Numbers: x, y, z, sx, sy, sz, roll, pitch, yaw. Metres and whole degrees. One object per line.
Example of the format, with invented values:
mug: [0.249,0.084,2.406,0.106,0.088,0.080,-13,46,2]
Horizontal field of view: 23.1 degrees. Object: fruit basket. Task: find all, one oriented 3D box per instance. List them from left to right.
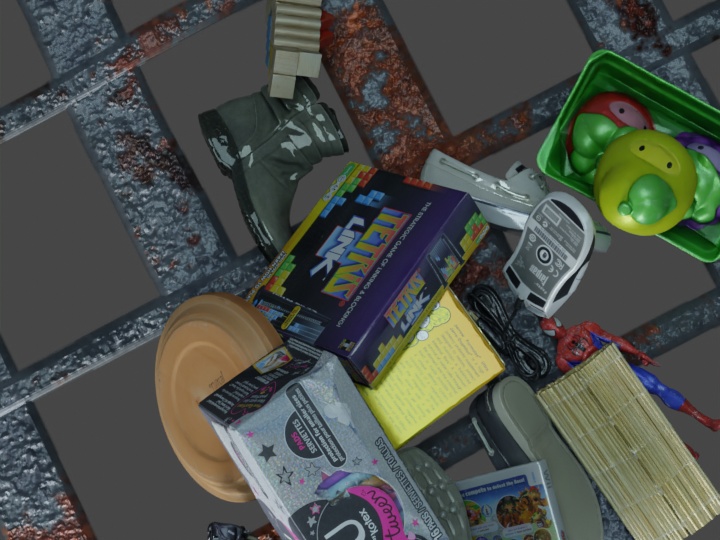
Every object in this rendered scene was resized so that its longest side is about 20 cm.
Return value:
fruit basket: [0.274,-0.101,1.652,0.215,0.216,0.156,29,87,5]

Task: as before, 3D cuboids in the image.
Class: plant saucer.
plant saucer: [-0.133,0.122,1.671,0.199,0.032,0.202,12,107,43]

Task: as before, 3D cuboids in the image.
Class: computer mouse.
computer mouse: [0.175,0.005,1.672,0.110,0.044,0.201,48,133,22]

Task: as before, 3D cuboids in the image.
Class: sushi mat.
sushi mat: [0.260,0.174,1.690,0.095,0.012,0.201,-34,96,15]

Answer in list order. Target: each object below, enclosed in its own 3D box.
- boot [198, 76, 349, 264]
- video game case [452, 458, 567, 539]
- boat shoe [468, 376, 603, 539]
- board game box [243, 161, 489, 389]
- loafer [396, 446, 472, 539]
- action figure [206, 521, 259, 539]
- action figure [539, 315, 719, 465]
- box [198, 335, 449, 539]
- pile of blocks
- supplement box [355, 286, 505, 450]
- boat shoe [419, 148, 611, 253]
boot: [-0.066,-0.098,1.739,0.130,0.068,0.201,-25,85,-5]
video game case: [0.140,0.293,1.679,0.143,0.018,0.202,-19,83,33]
boat shoe: [0.170,0.201,1.711,0.063,0.072,0.201,-28,89,43]
board game box: [0.000,0.000,1.658,0.165,0.057,0.200,16,62,44]
loafer: [0.075,0.265,1.666,0.070,0.070,0.201,-16,76,-36]
action figure: [-0.053,0.279,1.687,0.198,0.102,0.120,4,76,-22]
action figure: [0.257,0.107,1.712,0.199,0.052,0.066,36,93,7]
box: [-0.034,0.177,1.545,0.114,0.132,0.201,-36,106,-13]
pile of blocks: [-0.058,-0.254,1.743,0.062,0.082,0.202,6,69,-11]
supplement box: [0.029,0.110,1.690,0.199,0.109,0.110,-36,84,-1]
boat shoe: [0.154,-0.072,1.723,0.199,0.071,0.070,17,87,10]
